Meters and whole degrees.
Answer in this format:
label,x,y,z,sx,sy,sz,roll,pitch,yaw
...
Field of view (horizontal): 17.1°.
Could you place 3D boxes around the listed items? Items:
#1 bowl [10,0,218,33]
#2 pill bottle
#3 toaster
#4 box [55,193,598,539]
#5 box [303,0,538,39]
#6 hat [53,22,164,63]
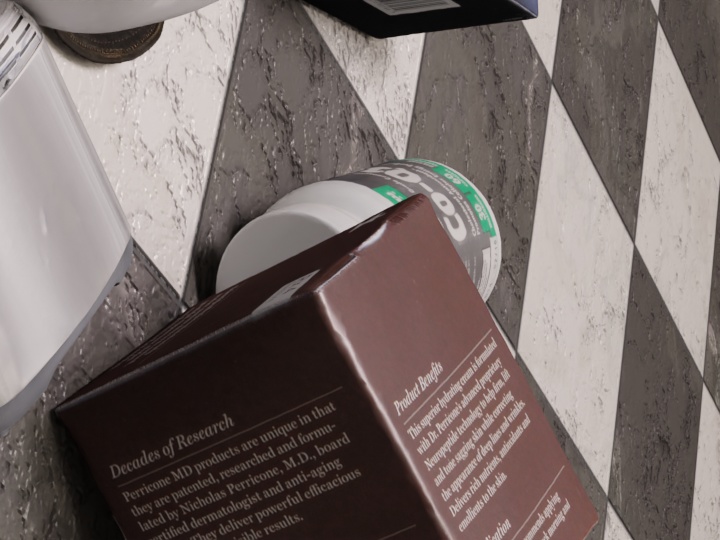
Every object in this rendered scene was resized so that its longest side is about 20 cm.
label,x,y,z,sx,sy,sz,roll,pitch,yaw
bowl,-0.137,-0.183,1.052,0.200,0.075,0.200,50,22,2
pill bottle,0.000,0.000,1.384,0.200,0.113,0.114,-23,107,-67
toaster,-0.172,-0.024,0.975,0.200,0.113,0.130,-59,137,-54
box,-0.011,0.100,1.203,0.200,0.164,0.166,62,27,-6
box,0.023,-0.264,1.477,0.200,0.123,0.199,15,72,-67
hat,-0.105,-0.207,1.205,0.200,0.081,0.201,-4,90,-67
